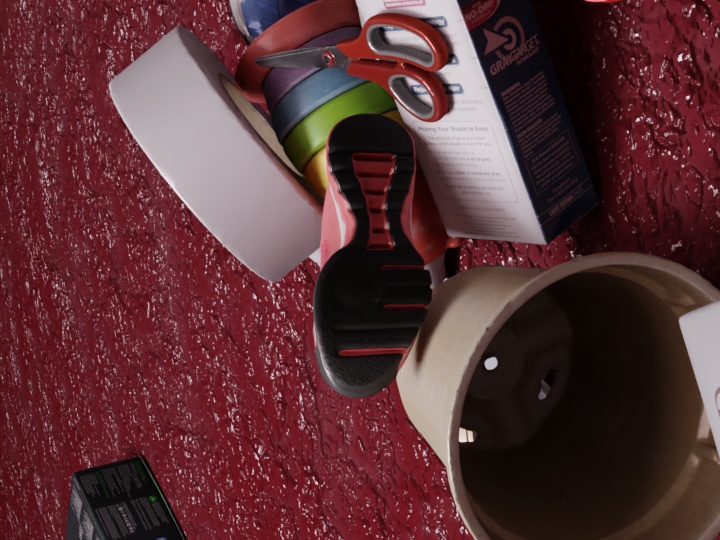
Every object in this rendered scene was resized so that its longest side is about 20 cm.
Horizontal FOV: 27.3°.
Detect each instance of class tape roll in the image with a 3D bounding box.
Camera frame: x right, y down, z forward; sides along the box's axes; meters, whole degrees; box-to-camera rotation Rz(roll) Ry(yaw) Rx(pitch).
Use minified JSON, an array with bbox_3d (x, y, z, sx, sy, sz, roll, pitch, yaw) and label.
[{"bbox_3d":[-0.101,-0.090,1.133,0.202,0.071,0.202,50,-173,-8],"label":"tape roll"}]

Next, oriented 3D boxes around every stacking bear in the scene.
[{"bbox_3d":[0.002,-0.091,1.092,0.200,0.121,0.114,60,-177,9],"label":"stacking bear"}]

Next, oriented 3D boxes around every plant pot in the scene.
[{"bbox_3d":[0.114,0.074,0.919,0.183,0.200,0.201,-153,58,-70],"label":"plant pot"}]

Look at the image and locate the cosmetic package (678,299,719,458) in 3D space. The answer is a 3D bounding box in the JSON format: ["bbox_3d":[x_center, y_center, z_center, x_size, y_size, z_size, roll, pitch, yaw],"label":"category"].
[{"bbox_3d":[0.276,0.061,0.616,0.200,0.166,0.168,-32,71,61],"label":"cosmetic package"}]

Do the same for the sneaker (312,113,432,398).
[{"bbox_3d":[0.008,-0.001,0.973,0.087,0.074,0.200,96,178,-61],"label":"sneaker"}]

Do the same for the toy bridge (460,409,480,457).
[{"bbox_3d":[0.093,0.134,1.046,0.027,0.067,0.200,-10,99,35],"label":"toy bridge"}]

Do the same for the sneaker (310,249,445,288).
[{"bbox_3d":[0.000,0.000,1.208,0.200,0.075,0.089,24,131,56],"label":"sneaker"}]

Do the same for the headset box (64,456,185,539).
[{"bbox_3d":[-0.291,0.364,1.816,0.174,0.093,0.200,53,142,39],"label":"headset box"}]

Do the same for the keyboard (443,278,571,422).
[{"bbox_3d":[0.112,0.087,1.069,0.200,0.011,0.056,49,144,36],"label":"keyboard"}]

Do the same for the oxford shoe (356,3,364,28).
[{"bbox_3d":[0.027,-0.216,1.073,0.058,0.075,0.200,93,165,-65],"label":"oxford shoe"}]

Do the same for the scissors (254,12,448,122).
[{"bbox_3d":[-0.013,-0.148,0.981,0.200,0.014,0.073,25,141,43],"label":"scissors"}]

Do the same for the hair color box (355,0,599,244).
[{"bbox_3d":[0.073,-0.119,0.959,0.100,0.061,0.200,7,127,51],"label":"hair color box"}]

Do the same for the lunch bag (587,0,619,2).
[{"bbox_3d":[0.141,-0.239,0.826,0.200,0.082,0.176,28,120,38],"label":"lunch bag"}]

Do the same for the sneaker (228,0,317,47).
[{"bbox_3d":[-0.055,-0.259,1.183,0.077,0.076,0.200,-14,70,54],"label":"sneaker"}]
